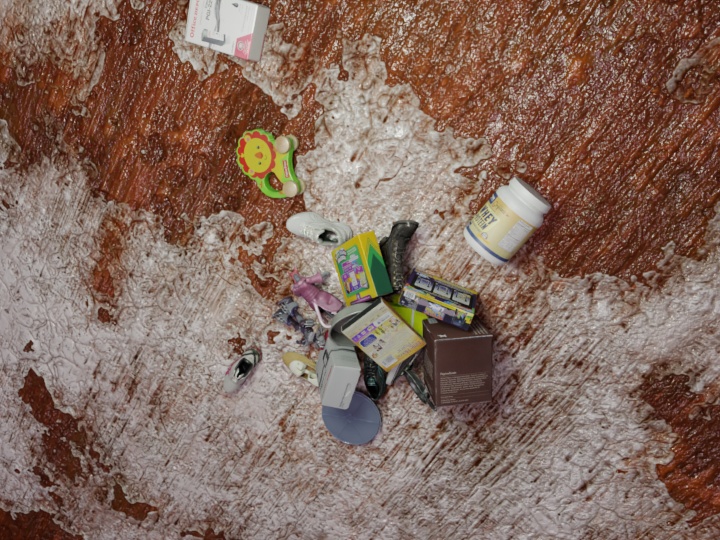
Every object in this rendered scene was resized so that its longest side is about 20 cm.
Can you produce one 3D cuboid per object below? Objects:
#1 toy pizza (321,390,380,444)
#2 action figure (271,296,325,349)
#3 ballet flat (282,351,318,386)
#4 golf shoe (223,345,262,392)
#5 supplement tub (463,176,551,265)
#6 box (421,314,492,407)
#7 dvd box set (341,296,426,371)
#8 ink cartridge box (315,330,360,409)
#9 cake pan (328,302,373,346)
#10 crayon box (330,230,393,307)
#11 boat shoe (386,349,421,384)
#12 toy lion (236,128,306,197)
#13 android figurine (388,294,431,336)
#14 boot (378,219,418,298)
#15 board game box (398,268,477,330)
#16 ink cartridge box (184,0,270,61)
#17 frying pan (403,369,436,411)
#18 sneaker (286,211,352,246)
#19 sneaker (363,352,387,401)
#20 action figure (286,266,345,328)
[{"bbox_3d":[-0.029,0.470,1.858,0.199,0.032,0.202,5,109,15],"label":"toy pizza"},{"bbox_3d":[-0.179,0.173,1.763,0.200,0.069,0.131,39,132,22],"label":"action figure"},{"bbox_3d":[-0.167,0.321,1.832,0.199,0.063,0.069,25,112,7],"label":"ballet flat"},{"bbox_3d":[-0.402,0.334,1.886,0.072,0.092,0.200,37,114,0],"label":"golf shoe"},{"bbox_3d":[0.381,-0.128,1.497,0.144,0.144,0.200,39,112,1],"label":"supplement tub"},{"bbox_3d":[0.269,0.249,1.613,0.163,0.166,0.201,-4,107,-4],"label":"box"},{"bbox_3d":[0.065,0.179,1.586,0.146,0.029,0.200,-38,118,17],"label":"dvd box set"},{"bbox_3d":[-0.071,0.292,1.716,0.083,0.200,0.146,12,111,-15],"label":"ink cartridge box"},{"bbox_3d":[0.003,0.153,1.647,0.200,0.200,0.037,-28,54,21],"label":"cake pan"},{"bbox_3d":[0.000,0.000,1.605,0.200,0.058,0.174,-26,79,62],"label":"crayon box"},{"bbox_3d":[0.128,0.283,1.714,0.063,0.071,0.201,22,134,1],"label":"boat shoe"},{"bbox_3d":[-0.267,-0.309,1.668,0.190,0.069,0.201,-2,107,23],"label":"toy lion"},{"bbox_3d":[0.131,0.162,1.712,0.199,0.041,0.183,5,108,14],"label":"android figurine"},{"bbox_3d":[0.105,-0.027,1.570,0.069,0.175,0.200,10,151,-19],"label":"boot"},{"bbox_3d":[0.218,0.076,1.594,0.199,0.165,0.057,21,111,8],"label":"board game box"},{"bbox_3d":[-0.364,-0.669,1.565,0.199,0.085,0.146,20,111,10],"label":"ink cartridge box"},{"bbox_3d":[0.167,0.328,1.617,0.031,0.190,0.115,-32,90,-11],"label":"frying pan"},{"bbox_3d":[-0.128,-0.117,1.664,0.199,0.099,0.078,12,110,12],"label":"sneaker"},{"bbox_3d":[0.045,0.304,1.761,0.075,0.079,0.201,-5,104,17],"label":"sneaker"},{"bbox_3d":[-0.149,0.075,1.713,0.134,0.149,0.200,-38,108,28],"label":"action figure"}]
